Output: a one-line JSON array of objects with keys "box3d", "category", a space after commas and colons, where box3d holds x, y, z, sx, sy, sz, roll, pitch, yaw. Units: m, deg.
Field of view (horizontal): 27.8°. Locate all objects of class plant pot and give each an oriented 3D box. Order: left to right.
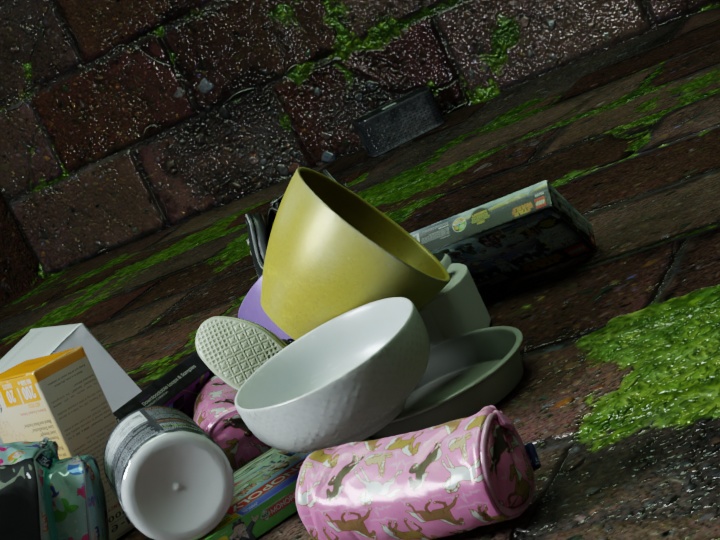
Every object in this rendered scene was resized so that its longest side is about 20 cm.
[{"box3d": [-0.025, 0.007, 1.543, 0.142, 0.200, 0.200, -54, 6, 11], "category": "plant pot"}]

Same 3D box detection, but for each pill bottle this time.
[{"box3d": [-0.191, 0.189, 1.404, 0.106, 0.107, 0.200, -28, 11, -12], "category": "pill bottle"}]

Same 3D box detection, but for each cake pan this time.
[{"box3d": [0.077, 0.119, 1.454, 0.199, 0.037, 0.200, -25, 11, 5], "category": "cake pan"}]

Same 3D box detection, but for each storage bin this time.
[{"box3d": [0.092, -0.363, 3.540, 0.199, 0.094, 0.135, -26, 11, -4], "category": "storage bin"}]

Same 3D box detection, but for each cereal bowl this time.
[{"box3d": [-0.017, 0.111, 1.386, 0.199, 0.084, 0.200, -28, 12, 6], "category": "cereal bowl"}]

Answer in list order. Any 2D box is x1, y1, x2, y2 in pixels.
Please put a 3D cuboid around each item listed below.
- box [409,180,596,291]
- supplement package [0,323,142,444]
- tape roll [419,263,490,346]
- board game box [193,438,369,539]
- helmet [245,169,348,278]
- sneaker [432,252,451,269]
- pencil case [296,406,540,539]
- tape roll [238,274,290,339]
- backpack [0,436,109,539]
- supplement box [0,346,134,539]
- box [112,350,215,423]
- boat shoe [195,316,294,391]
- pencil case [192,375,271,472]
[{"box3d": [0.166, -0.032, 1.750, 0.199, 0.040, 0.137, -21, -30, 25], "category": "box"}, {"box3d": [-0.408, 0.186, 1.859, 0.191, 0.147, 0.200, -48, 20, -25], "category": "supplement package"}, {"box3d": [0.048, 0.068, 1.673, 0.202, 0.071, 0.202, -24, 11, 5], "category": "tape roll"}, {"box3d": [-0.095, 0.216, 1.416, 0.199, 0.029, 0.134, -31, 11, -24], "category": "board game box"}, {"box3d": [-0.055, -0.020, 2.002, 0.199, 0.191, 0.200, -21, -34, -15], "category": "helmet"}, {"box3d": [0.000, 0.000, 1.654, 0.199, 0.100, 0.071, -24, 9, 2], "category": "sneaker"}, {"box3d": [0.040, 0.168, 1.153, 0.199, 0.083, 0.087, -19, 13, 35], "category": "pencil case"}, {"box3d": [-0.048, 0.032, 1.799, 0.200, 0.085, 0.200, -36, -15, -12], "category": "tape roll"}, {"box3d": [-0.317, 0.249, 1.391, 0.150, 0.179, 0.200, -5, 2, -13], "category": "backpack"}, {"box3d": [-0.318, 0.193, 1.574, 0.126, 0.201, 0.073, -15, 11, 47], "category": "supplement box"}, {"box3d": [-0.234, 0.179, 1.688, 0.200, 0.036, 0.143, -36, -24, -45], "category": "box"}, {"box3d": [-0.086, 0.109, 1.570, 0.062, 0.199, 0.075, 112, 180, -85], "category": "boat shoe"}, {"box3d": [-0.138, 0.167, 1.604, 0.083, 0.086, 0.200, -58, 13, 0], "category": "pencil case"}]
